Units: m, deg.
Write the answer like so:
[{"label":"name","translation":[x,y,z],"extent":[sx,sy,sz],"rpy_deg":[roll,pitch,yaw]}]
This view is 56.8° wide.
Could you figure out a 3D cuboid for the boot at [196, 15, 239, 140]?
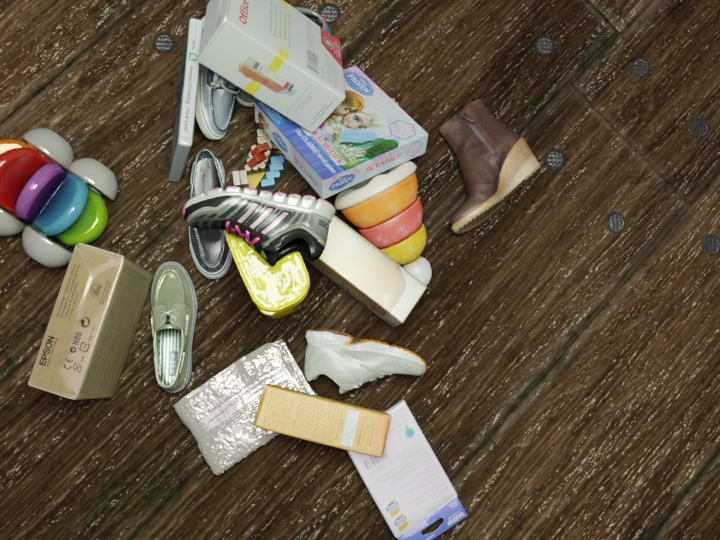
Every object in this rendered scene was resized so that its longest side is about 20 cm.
[{"label":"boot","translation":[-0.210,-0.313,1.056],"extent":[0.089,0.072,0.205],"rpy_deg":[0,91,30]}]

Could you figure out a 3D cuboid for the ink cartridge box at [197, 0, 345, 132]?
[{"label":"ink cartridge box","translation":[-0.124,-0.315,0.954],"extent":[0.198,0.083,0.147],"rpy_deg":[27,42,-33]}]

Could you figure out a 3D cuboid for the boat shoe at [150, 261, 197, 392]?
[{"label":"boat shoe","translation":[-0.287,0.084,1.026],"extent":[0.070,0.062,0.204],"rpy_deg":[-5,81,-7]}]

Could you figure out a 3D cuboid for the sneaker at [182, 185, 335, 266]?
[{"label":"sneaker","translation":[-0.130,-0.051,0.854],"extent":[0.196,0.074,0.089],"rpy_deg":[4,74,-11]}]

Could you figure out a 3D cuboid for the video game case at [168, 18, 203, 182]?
[{"label":"video game case","translation":[-0.266,-0.248,1.010],"extent":[0.022,0.200,0.186],"rpy_deg":[6,81,-19]}]

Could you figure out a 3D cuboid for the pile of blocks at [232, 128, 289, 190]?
[{"label":"pile of blocks","translation":[-0.144,-0.194,1.084],"extent":[0.081,0.062,0.203],"rpy_deg":[26,80,-2]}]

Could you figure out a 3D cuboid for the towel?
[{"label":"towel","translation":[-0.174,0.209,1.036],"extent":[0.198,0.034,0.134],"rpy_deg":[-33,86,-10]}]

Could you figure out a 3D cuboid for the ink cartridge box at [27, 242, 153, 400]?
[{"label":"ink cartridge box","translation":[-0.383,0.078,0.964],"extent":[0.074,0.165,0.204],"rpy_deg":[16,79,-2]}]

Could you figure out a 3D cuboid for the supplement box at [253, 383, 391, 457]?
[{"label":"supplement box","translation":[-0.057,0.223,0.996],"extent":[0.196,0.067,0.070],"rpy_deg":[13,80,-4]}]

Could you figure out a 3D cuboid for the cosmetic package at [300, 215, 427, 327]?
[{"label":"cosmetic package","translation":[0.000,0.000,1.052],"extent":[0.199,0.105,0.072],"rpy_deg":[37,79,1]}]

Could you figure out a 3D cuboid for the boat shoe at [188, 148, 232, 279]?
[{"label":"boat shoe","translation":[-0.239,-0.091,1.055],"extent":[0.070,0.068,0.204],"rpy_deg":[-1,82,-6]}]

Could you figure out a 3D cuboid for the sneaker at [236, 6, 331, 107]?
[{"label":"sneaker","translation":[-0.125,-0.352,1.079],"extent":[0.199,0.121,0.084],"rpy_deg":[-42,87,-10]}]

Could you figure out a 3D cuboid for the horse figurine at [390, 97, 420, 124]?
[{"label":"horse figurine","translation":[0.020,-0.214,1.095],"extent":[0.196,0.050,0.134],"rpy_deg":[-16,58,-11]}]

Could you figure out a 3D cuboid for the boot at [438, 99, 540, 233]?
[{"label":"boot","translation":[0.186,-0.176,1.129],"extent":[0.199,0.072,0.167],"rpy_deg":[-40,76,-9]}]

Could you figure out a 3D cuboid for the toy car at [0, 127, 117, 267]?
[{"label":"toy car","translation":[-0.476,-0.117,0.990],"extent":[0.198,0.150,0.177],"rpy_deg":[33,79,-1]}]

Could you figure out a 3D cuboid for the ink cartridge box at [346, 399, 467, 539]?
[{"label":"ink cartridge box","translation":[0.068,0.322,1.044],"extent":[0.118,0.042,0.202],"rpy_deg":[-30,83,-9]}]

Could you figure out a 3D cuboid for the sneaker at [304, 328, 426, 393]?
[{"label":"sneaker","translation":[0.004,0.153,1.052],"extent":[0.196,0.076,0.094],"rpy_deg":[11,88,3]}]

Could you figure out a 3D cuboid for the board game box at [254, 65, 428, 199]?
[{"label":"board game box","translation":[-0.031,-0.222,1.033],"extent":[0.197,0.041,0.200],"rpy_deg":[-28,60,-25]}]

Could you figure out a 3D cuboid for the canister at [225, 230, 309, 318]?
[{"label":"canister","translation":[-0.136,-0.006,0.987],"extent":[0.085,0.200,0.151],"rpy_deg":[-24,85,-9]}]

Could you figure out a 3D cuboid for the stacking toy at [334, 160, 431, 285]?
[{"label":"stacking toy","translation":[0.058,-0.060,1.070],"extent":[0.144,0.146,0.203],"rpy_deg":[-28,102,-10]}]
